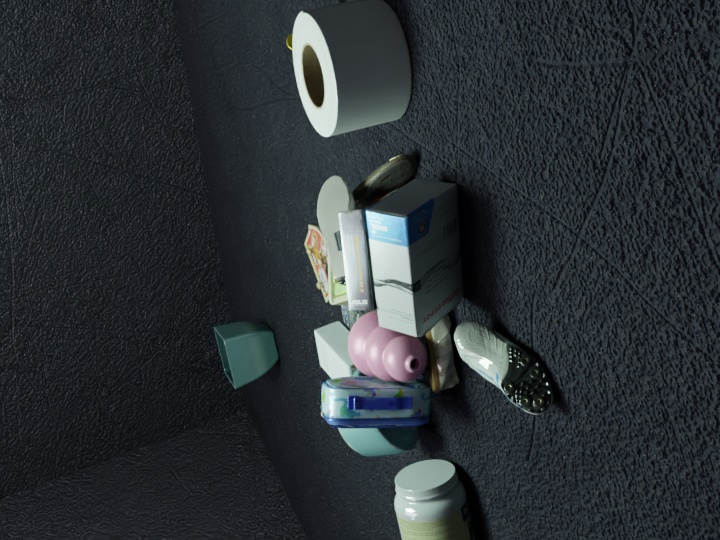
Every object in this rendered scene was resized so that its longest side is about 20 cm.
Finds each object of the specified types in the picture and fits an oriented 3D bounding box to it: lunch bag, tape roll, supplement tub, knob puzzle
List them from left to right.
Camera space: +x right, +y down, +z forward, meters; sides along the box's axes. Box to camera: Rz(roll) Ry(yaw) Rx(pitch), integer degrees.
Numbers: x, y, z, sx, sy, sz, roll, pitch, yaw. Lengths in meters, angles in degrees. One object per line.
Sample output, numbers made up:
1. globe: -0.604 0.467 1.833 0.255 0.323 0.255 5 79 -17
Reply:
1. knob puzzle: -0.104 -0.026 1.956 0.219 0.030 0.224 164 91 -71
2. tape roll: -0.018 -0.338 1.277 0.202 0.137 0.206 163 90 -72
3. lunch bag: 0.026 0.240 1.396 0.161 0.196 0.084 159 112 -80
4. supplement tub: 0.145 0.489 1.481 0.145 0.143 0.204 -165 60 -68

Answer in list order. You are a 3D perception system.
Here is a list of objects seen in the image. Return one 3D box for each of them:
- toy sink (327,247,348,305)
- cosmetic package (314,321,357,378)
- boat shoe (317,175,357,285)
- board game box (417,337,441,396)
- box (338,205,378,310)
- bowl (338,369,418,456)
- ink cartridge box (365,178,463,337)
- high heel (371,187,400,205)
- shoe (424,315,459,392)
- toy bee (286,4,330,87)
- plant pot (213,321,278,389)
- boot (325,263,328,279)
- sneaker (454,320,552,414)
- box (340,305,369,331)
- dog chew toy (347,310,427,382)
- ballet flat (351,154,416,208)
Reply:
1. toy sink: 0.000 0.000 1.494 0.200 0.110 0.133 161 109 -71
2. cosmetic package: -0.033 0.204 1.729 0.200 0.073 0.103 37 141 56
3. boat shoe: -0.017 -0.061 1.333 0.092 0.074 0.204 23 -127 -54
4. board game box: 0.091 0.146 1.521 0.151 0.036 0.204 169 84 -71
5. box: 0.039 -0.030 1.278 0.048 0.199 0.162 -2 97 29
6. bowl: 0.021 0.302 1.581 0.201 0.104 0.203 43 -153 -28
7. ink cartridge box: 0.089 -0.021 1.194 0.083 0.144 0.204 12 121 36
8. high heel: 0.048 -0.115 1.444 0.199 0.095 0.069 -37 43 49
9. shoe: 0.139 0.115 1.349 0.070 0.052 0.204 -87 -10 -77
10. toy bee: -0.075 -0.390 1.448 0.129 0.110 0.202 12 139 18
11. plant pot: -0.421 0.299 2.878 0.196 0.197 0.200 -152 49 -65
12. boot: -0.038 -0.061 1.674 0.164 0.065 0.203 32 138 52
13. sneaker: 0.216 0.144 1.133 0.072 0.072 0.200 44 180 -44
14. box: 0.010 0.157 1.748 0.161 0.048 0.204 -139 37 -61
15. dog chew toy: 0.055 0.146 1.384 0.199 0.123 0.127 -158 54 -66
16. ballet flat: 0.026 -0.152 1.345 0.200 0.066 0.047 -40 51 45
